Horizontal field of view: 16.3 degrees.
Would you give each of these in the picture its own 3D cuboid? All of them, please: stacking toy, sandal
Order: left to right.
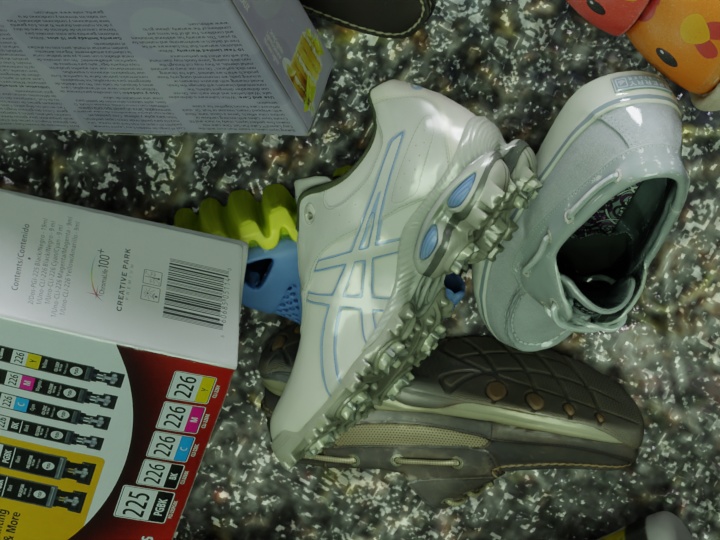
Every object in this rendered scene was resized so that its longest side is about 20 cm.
[{"bbox_3d":[-0.026,-0.002,1.264,0.199,0.080,0.088,-13,110,9],"label":"sandal"},{"bbox_3d":[0.106,-0.169,1.161,0.199,0.146,0.147,18,107,-5],"label":"stacking toy"}]

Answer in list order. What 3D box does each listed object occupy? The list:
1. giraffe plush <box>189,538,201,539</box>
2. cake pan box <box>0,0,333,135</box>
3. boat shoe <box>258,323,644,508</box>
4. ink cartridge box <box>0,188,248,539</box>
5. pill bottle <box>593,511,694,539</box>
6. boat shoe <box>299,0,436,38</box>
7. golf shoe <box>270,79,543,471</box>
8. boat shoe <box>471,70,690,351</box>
[{"bbox_3d":[-0.081,0.228,1.308,0.171,0.200,0.163,13,75,11],"label":"giraffe plush"},{"bbox_3d":[-0.134,-0.132,1.164,0.199,0.053,0.184,2,147,27],"label":"cake pan box"},{"bbox_3d":[0.045,0.078,1.291,0.199,0.075,0.074,10,117,10],"label":"boat shoe"},{"bbox_3d":[-0.163,0.061,1.232,0.174,0.084,0.201,12,136,-9],"label":"ink cartridge box"},{"bbox_3d":[0.093,0.214,1.299,0.199,0.114,0.115,-26,103,11],"label":"pill bottle"},{"bbox_3d":[-0.051,-0.154,1.199,0.199,0.065,0.073,23,135,-20],"label":"boat shoe"},{"bbox_3d":[0.000,0.000,1.206,0.097,0.078,0.201,39,110,14],"label":"golf shoe"},{"bbox_3d":[0.105,-0.009,1.207,0.070,0.072,0.201,0,145,-17],"label":"boat shoe"}]
